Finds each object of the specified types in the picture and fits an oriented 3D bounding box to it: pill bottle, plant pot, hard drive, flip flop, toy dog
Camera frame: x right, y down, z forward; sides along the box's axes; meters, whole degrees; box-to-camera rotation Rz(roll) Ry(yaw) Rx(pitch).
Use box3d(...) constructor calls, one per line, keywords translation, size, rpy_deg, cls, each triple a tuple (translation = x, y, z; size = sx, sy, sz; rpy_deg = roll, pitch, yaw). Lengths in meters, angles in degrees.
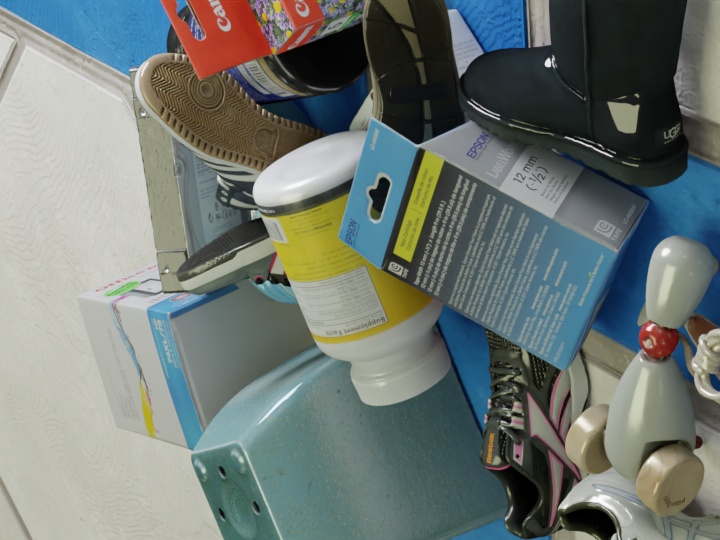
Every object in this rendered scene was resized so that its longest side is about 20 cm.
box3d(translation=(0.000, 0.000, 1.559), size=(0.112, 0.112, 0.201), rpy_deg=(8, 126, 56), cls="pill bottle")
box3d(translation=(-0.080, -0.193, 1.629), size=(0.199, 0.111, 0.113), rpy_deg=(0, 110, 58), cls="pill bottle")
box3d(translation=(-0.028, 0.168, 1.712), size=(0.195, 0.199, 0.198), rpy_deg=(-21, 92, 61), cls="plant pot")
box3d(translation=(-0.147, -0.092, 1.768), size=(0.038, 0.140, 0.202), rpy_deg=(-4, 100, 22), cls="hard drive")
box3d(translation=(0.036, -0.129, 1.447), size=(0.058, 0.080, 0.201), rpy_deg=(-89, -6, -59), cls="flip flop")
box3d(translation=(0.223, 0.075, 1.373), size=(0.132, 0.096, 0.201), rpy_deg=(53, 133, 27), cls="toy dog")

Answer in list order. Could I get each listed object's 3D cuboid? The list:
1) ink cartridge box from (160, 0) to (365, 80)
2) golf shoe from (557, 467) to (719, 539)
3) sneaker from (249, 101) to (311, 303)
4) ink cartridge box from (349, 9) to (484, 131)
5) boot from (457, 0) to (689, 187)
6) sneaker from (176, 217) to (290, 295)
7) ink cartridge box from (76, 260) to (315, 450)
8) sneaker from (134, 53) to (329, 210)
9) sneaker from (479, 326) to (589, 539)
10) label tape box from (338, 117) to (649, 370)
box3d(translation=(-0.052, -0.226, 1.470), size=(0.110, 0.199, 0.050), rpy_deg=(63, 151, 5), cls="ink cartridge box")
box3d(translation=(0.227, 0.211, 1.430), size=(0.200, 0.097, 0.079), rpy_deg=(34, 136, 41), cls="golf shoe")
box3d(translation=(-0.080, -0.056, 1.761), size=(0.130, 0.079, 0.201), rpy_deg=(-15, 97, 59), cls="sneaker")
box3d(translation=(0.079, -0.076, 1.519), size=(0.201, 0.057, 0.163), rpy_deg=(63, 151, 16), cls="ink cartridge box")
box3d(translation=(0.142, -0.163, 1.322), size=(0.200, 0.076, 0.169), rpy_deg=(29, 136, 42), cls="boot")
box3d(translation=(-0.045, 0.007, 1.662), size=(0.084, 0.199, 0.121), rpy_deg=(-90, -23, -72), cls="sneaker")
box3d(translation=(-0.152, 0.072, 1.899), size=(0.199, 0.146, 0.147), rpy_deg=(6, 117, 56), cls="ink cartridge box")
box3d(translation=(-0.115, -0.107, 1.614), size=(0.108, 0.199, 0.071), rpy_deg=(-11, 57, 56), cls="sneaker")
box3d(translation=(0.129, 0.118, 1.531), size=(0.080, 0.086, 0.202), rpy_deg=(-5, 106, 56), cls="sneaker")
box3d(translation=(0.092, -0.034, 1.432), size=(0.199, 0.066, 0.144), rpy_deg=(30, 141, 11), cls="label tape box")
